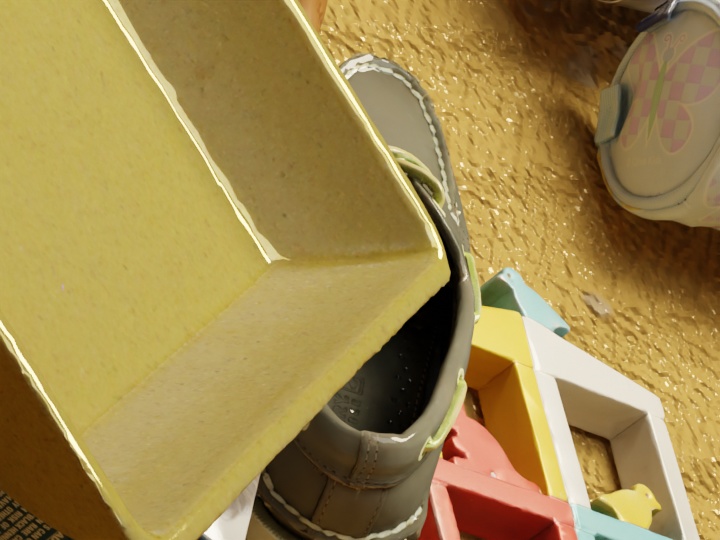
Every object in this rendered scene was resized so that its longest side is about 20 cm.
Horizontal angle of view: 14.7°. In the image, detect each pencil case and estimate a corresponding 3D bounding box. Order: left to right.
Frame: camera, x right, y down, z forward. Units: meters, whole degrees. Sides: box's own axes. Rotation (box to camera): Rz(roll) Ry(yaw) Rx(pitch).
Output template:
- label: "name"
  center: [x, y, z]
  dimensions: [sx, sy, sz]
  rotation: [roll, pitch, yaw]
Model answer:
- label: "pencil case"
  center: [0.186, -0.038, 1.064]
  dimensions: [0.199, 0.091, 0.084]
  rotation: [15, 62, -30]

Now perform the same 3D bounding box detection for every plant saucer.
- label: "plant saucer"
  center: [-0.077, -0.043, 0.664]
  dimensions: [0.201, 0.048, 0.200]
  rotation: [58, 27, -6]

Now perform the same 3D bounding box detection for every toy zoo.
- label: "toy zoo"
  center: [0.061, 0.084, 0.872]
  dimensions: [0.131, 0.020, 0.201]
  rotation: [21, 43, -39]

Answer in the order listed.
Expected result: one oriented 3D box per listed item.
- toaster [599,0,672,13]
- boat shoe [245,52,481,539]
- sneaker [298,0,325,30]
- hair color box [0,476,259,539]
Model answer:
- label: "toaster"
  center: [0.135, -0.185, 1.110]
  dimensions: [0.180, 0.119, 0.200]
  rotation: [7, 40, -51]
- label: "boat shoe"
  center: [0.003, 0.001, 0.823]
  dimensions: [0.072, 0.060, 0.202]
  rotation: [17, 43, -10]
- label: "sneaker"
  center: [-0.086, -0.117, 0.826]
  dimensions: [0.199, 0.073, 0.085]
  rotation: [23, 49, -32]
- label: "hair color box"
  center: [-0.113, -0.001, 0.702]
  dimensions: [0.200, 0.060, 0.100]
  rotation: [39, 35, -20]
